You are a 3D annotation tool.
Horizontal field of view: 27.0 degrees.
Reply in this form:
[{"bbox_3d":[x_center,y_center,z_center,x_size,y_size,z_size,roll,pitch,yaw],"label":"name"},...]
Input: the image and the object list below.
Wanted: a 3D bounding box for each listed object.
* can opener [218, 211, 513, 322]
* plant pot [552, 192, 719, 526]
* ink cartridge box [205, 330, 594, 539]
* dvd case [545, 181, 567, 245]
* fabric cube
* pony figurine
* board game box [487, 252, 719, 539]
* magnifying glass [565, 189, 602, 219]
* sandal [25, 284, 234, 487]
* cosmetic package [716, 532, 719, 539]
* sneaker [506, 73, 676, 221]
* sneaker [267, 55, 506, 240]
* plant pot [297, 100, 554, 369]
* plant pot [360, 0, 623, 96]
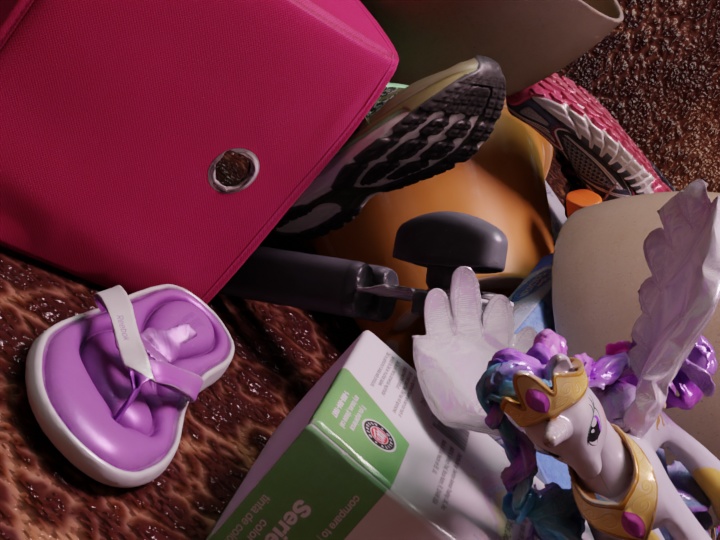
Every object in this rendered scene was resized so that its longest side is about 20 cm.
[{"bbox_3d":[0.000,0.000,0.855,0.199,0.067,0.053,3,-7,33],"label":"can opener"},{"bbox_3d":[0.218,0.039,0.859,0.200,0.134,0.202,34,46,-44],"label":"plant pot"},{"bbox_3d":[0.041,0.139,0.709,0.200,0.084,0.145,41,16,-2],"label":"ink cartridge box"},{"bbox_3d":[0.103,-0.010,1.137,0.017,0.143,0.200,16,25,-22],"label":"dvd case"},{"bbox_3d":[-0.138,-0.129,0.797,0.199,0.196,0.200,25,23,-43],"label":"fabric cube"},{"bbox_3d":[0.119,0.071,0.684,0.200,0.166,0.194,52,22,-25],"label":"pony figurine"},{"bbox_3d":[0.134,0.107,0.865,0.201,0.043,0.199,62,32,-8],"label":"board game box"},{"bbox_3d":[0.154,0.040,0.980,0.022,0.201,0.080,-22,32,-23],"label":"magnifying glass"},{"bbox_3d":[-0.102,0.036,0.711,0.082,0.050,0.203,39,16,-4],"label":"sandal"},{"bbox_3d":[0.271,0.205,1.056,0.103,0.087,0.200,33,18,-25],"label":"cosmetic package"},{"bbox_3d":[0.157,-0.052,0.977,0.200,0.075,0.081,43,13,-31],"label":"sneaker"},{"bbox_3d":[-0.006,-0.087,0.839,0.077,0.199,0.089,3,68,-46],"label":"sneaker"},{"bbox_3d":[0.050,-0.030,1.018,0.200,0.200,0.184,25,39,-43],"label":"plant pot"},{"bbox_3d":[0.041,-0.172,0.900,0.200,0.135,0.201,38,21,-17],"label":"plant pot"}]
